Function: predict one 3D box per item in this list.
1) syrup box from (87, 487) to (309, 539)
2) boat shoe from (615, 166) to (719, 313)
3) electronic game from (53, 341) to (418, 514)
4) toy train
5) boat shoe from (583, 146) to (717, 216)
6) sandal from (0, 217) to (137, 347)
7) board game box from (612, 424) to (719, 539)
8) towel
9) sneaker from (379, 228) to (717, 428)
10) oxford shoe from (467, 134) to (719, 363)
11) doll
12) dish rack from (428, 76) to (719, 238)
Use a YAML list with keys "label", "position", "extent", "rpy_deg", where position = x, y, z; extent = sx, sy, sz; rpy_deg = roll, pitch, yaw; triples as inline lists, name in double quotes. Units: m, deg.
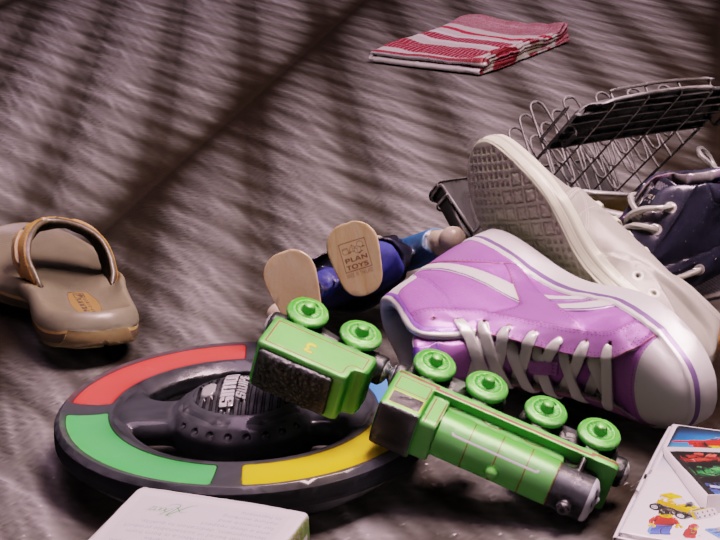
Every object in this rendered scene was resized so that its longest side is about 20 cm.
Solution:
- label: "syrup box"
  position: [-0.087, 0.159, 0.650]
  extent: [0.081, 0.079, 0.200]
  rpy_deg: [6, 20, 18]
- label: "boat shoe"
  position: [0.164, -0.010, 1.113]
  extent: [0.199, 0.093, 0.075]
  rpy_deg: [-13, 22, -28]
- label: "electronic game"
  position: [-0.061, 0.079, 0.945]
  extent: [0.199, 0.042, 0.200]
  rpy_deg: [-1, 19, 0]
- label: "toy train"
  position: [0.037, 0.071, 0.893]
  extent: [0.199, 0.042, 0.056]
  rpy_deg: [23, 37, 10]
- label: "boat shoe"
  position: [0.234, -0.039, 1.208]
  extent: [0.201, 0.087, 0.075]
  rpy_deg: [1, 19, 8]
- label: "sandal"
  position: [-0.193, -0.003, 1.150]
  extent: [0.080, 0.054, 0.200]
  rpy_deg: [-9, 20, -23]
- label: "board game box"
  position: [0.225, 0.121, 0.817]
  extent: [0.199, 0.035, 0.126]
  rpy_deg: [6, 21, 20]
- label: "towel"
  position: [0.119, -0.245, 1.923]
  extent: [0.143, 0.023, 0.200]
  rpy_deg: [10, 22, 31]
- label: "sneaker"
  position: [0.092, 0.050, 0.986]
  extent: [0.114, 0.073, 0.200]
  rpy_deg: [-25, 34, -33]
- label: "oxford shoe"
  position: [0.136, -0.005, 1.045]
  extent: [0.058, 0.075, 0.200]
  rpy_deg: [-26, 61, -33]
- label: "doll"
  position: [0.000, 0.000, 1.107]
  extent: [0.136, 0.049, 0.200]
  rpy_deg: [-24, -3, 7]
- label: "dish rack"
  position: [0.155, -0.084, 1.237]
  extent: [0.153, 0.055, 0.200]
  rpy_deg: [-11, -22, -30]
